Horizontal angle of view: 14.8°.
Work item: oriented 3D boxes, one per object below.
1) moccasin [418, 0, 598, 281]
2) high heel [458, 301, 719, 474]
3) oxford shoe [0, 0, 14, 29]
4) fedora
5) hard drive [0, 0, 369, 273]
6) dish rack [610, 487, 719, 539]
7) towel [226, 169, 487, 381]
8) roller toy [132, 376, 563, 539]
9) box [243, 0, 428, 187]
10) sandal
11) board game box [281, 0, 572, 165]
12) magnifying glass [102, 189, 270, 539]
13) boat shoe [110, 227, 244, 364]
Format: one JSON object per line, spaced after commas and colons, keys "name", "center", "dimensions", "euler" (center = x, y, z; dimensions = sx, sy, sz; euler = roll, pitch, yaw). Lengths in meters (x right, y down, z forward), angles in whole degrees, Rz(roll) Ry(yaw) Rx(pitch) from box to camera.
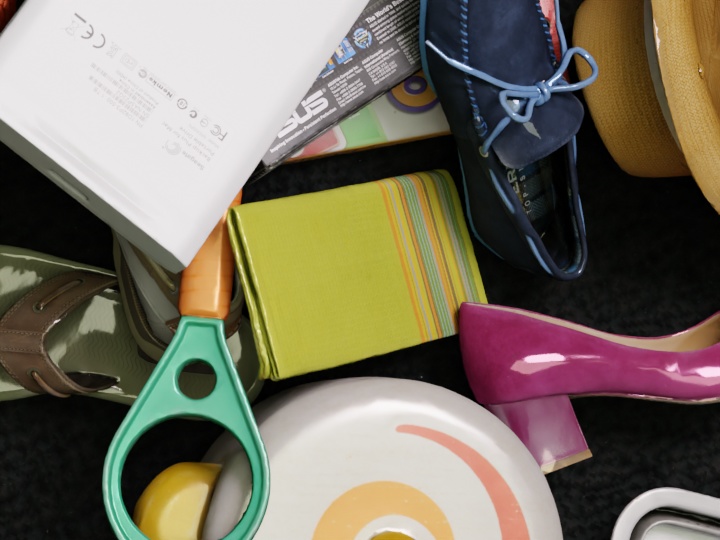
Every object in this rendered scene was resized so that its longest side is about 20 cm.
{"name": "moccasin", "center": [0.086, -0.080, 1.381], "dimensions": [0.080, 0.068, 0.201], "euler": [-38, 136, -17]}
{"name": "high heel", "center": [0.148, 0.029, 1.436], "dimensions": [0.199, 0.067, 0.096], "euler": [-22, 98, -10]}
{"name": "oxford shoe", "center": [-0.202, -0.158, 1.373], "dimensions": [0.072, 0.071, 0.201], "euler": [18, 75, -5]}
{"name": "fedora", "center": [0.162, -0.110, 1.423], "dimensions": [0.081, 0.200, 0.202], "euler": [-12, 90, 28]}
{"name": "hard drive", "center": [-0.082, -0.117, 1.299], "dimensions": [0.132, 0.026, 0.201], "euler": [38, 68, -12]}
{"name": "dish rack", "center": [0.191, 0.225, 1.453], "dimensions": [0.171, 0.044, 0.201], "euler": [15, 85, -10]}
{"name": "towel", "center": [0.000, 0.000, 1.370], "dimensions": [0.018, 0.200, 0.087], "euler": [-17, 87, 33]}
{"name": "roller toy", "center": [0.002, 0.142, 1.369], "dimensions": [0.182, 0.140, 0.200], "euler": [-41, 95, -11]}
{"name": "box", "center": [-0.033, -0.173, 1.374], "dimensions": [0.200, 0.047, 0.194], "euler": [-36, 92, -28]}
{"name": "sandal", "center": [-0.142, 0.031, 1.386], "dimensions": [0.199, 0.057, 0.080], "euler": [6, 87, -11]}
{"name": "board game box", "center": [0.012, -0.113, 1.440], "dimensions": [0.199, 0.030, 0.096], "euler": [-11, 90, -14]}
{"name": "magnifying glass", "center": [-0.076, 0.044, 1.303], "dimensions": [0.079, 0.022, 0.201], "euler": [5, 79, 1]}
{"name": "boat shoe", "center": [-0.101, -0.057, 1.373], "dimensions": [0.074, 0.068, 0.201], "euler": [-16, 78, -32]}
